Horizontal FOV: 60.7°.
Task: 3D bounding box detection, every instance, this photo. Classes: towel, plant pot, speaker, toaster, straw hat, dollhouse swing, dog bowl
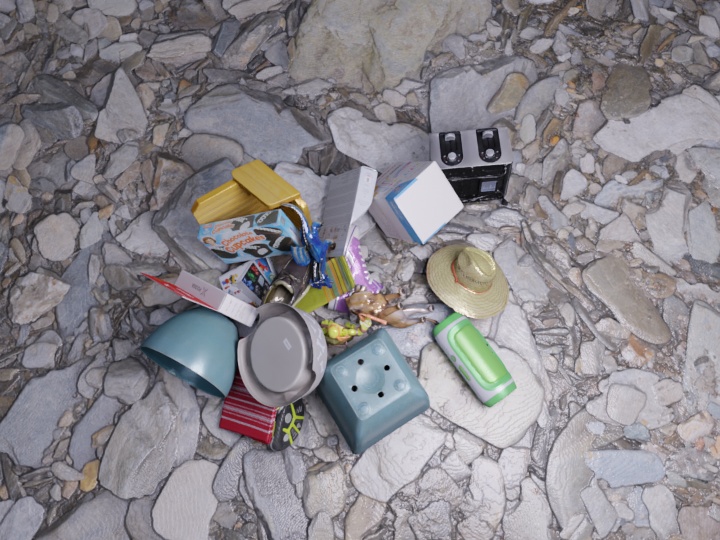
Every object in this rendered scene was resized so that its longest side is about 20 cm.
[{"bbox_3d":[-0.107,0.044,1.350,0.200,0.018,0.086,-29,67,16],"label":"towel"},{"bbox_3d":[-0.330,0.154,1.270,0.200,0.200,0.135,25,66,8],"label":"plant pot"},{"bbox_3d":[-0.220,0.247,1.280,0.144,0.022,0.201,7,80,32],"label":"towel"},{"bbox_3d":[0.241,0.188,1.308,0.088,0.088,0.200,-33,75,-10],"label":"speaker"},{"bbox_3d":[0.248,-0.233,1.401,0.180,0.200,0.119,-4,68,7],"label":"toaster"},{"bbox_3d":[0.249,-0.002,1.338,0.200,0.085,0.202,6,54,-8],"label":"straw hat"},{"bbox_3d":[0.021,0.231,1.235,0.195,0.200,0.197,-30,75,-10],"label":"plant pot"},{"bbox_3d":[-0.230,-0.105,1.337,0.182,0.200,0.176,39,73,18],"label":"dollhouse swing"},{"bbox_3d":[-0.149,0.161,1.194,0.200,0.059,0.201,-3,86,35],"label":"dog bowl"}]

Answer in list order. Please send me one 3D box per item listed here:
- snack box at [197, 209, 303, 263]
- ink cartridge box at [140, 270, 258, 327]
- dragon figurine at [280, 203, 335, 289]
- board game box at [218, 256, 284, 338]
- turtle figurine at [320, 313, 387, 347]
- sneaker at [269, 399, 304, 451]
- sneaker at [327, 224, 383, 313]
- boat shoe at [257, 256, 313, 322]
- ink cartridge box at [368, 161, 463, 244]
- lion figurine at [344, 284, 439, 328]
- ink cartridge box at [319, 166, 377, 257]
[{"bbox_3d":[-0.233,-0.069,1.319,0.199,0.116,0.037,-9,58,21],"label":"snack box"},{"bbox_3d":[-0.331,0.042,1.267,0.200,0.176,0.045,20,81,45],"label":"ink cartridge box"},{"bbox_3d":[-0.105,-0.046,1.273,0.059,0.200,0.100,-7,45,25],"label":"dragon figurine"},{"bbox_3d":[-0.223,0.077,1.358,0.126,0.035,0.200,-26,73,7],"label":"board game box"},{"bbox_3d":[-0.043,0.129,1.286,0.199,0.161,0.065,-7,84,1],"label":"turtle figurine"},{"bbox_3d":[-0.166,0.277,1.299,0.076,0.075,0.201,-3,71,32],"label":"sneaker"},{"bbox_3d":[0.000,0.000,1.383,0.114,0.073,0.201,10,83,0],"label":"sneaker"},{"bbox_3d":[-0.154,0.038,1.303,0.073,0.065,0.200,22,72,8],"label":"boat shoe"},{"bbox_3d":[0.102,-0.155,1.365,0.129,0.200,0.125,-43,114,-14],"label":"ink cartridge box"},{"bbox_3d":[0.068,0.090,1.320,0.122,0.200,0.073,-22,47,35],"label":"lion figurine"},{"bbox_3d":[-0.035,-0.123,1.378,0.057,0.162,0.201,11,84,-27],"label":"ink cartridge box"}]
